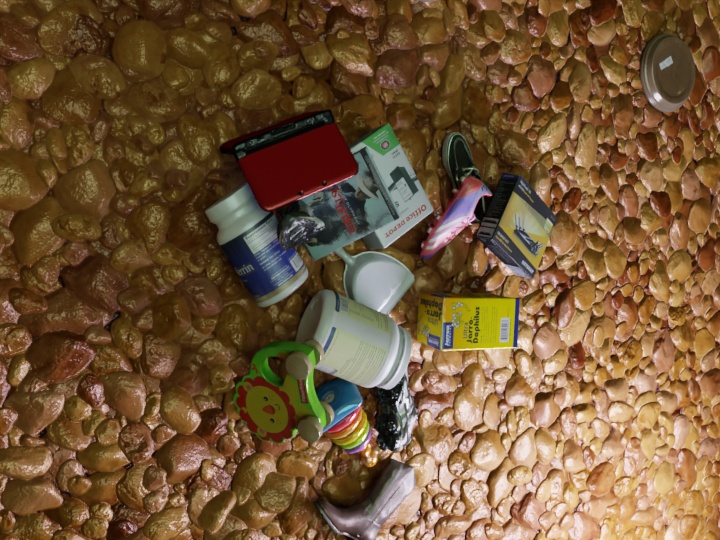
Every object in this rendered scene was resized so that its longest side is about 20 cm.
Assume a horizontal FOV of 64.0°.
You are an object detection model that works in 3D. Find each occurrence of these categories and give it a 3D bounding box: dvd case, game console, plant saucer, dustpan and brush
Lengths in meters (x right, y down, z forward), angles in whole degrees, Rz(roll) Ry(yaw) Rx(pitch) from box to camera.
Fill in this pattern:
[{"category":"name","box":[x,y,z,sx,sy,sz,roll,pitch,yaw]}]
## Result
[{"category":"dvd case","box":[-0.040,-0.123,1.097,0.196,0.022,0.148,-24,105,18]},{"category":"game console","box":[-0.131,-0.202,1.042,0.197,0.171,0.121,-25,111,-21]},{"category":"plant saucer","box":[0.818,-0.524,1.523,0.195,0.029,0.206,-1,94,-23]},{"category":"dustpan and brush","box":[0.000,0.000,1.173,0.199,0.057,0.140,42,89,-27]}]

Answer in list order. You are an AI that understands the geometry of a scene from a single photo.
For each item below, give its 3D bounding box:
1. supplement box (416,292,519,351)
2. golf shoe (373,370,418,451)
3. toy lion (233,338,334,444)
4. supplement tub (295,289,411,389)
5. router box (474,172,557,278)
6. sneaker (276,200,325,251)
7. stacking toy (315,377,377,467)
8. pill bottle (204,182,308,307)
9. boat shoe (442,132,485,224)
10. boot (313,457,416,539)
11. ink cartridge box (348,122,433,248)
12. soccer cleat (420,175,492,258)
[{"category":"supplement box","box":[0.232,0.108,1.246,0.195,0.108,0.113,1,93,-24]},{"category":"golf shoe","box":[0.079,0.274,1.216,0.093,0.076,0.206,11,84,-48]},{"category":"toy lion","box":[-0.150,0.223,1.047,0.069,0.187,0.205,-42,129,-59]},{"category":"supplement tub","box":[-0.013,0.138,1.113,0.196,0.144,0.148,24,83,-20]},{"category":"router box","box":[0.353,-0.097,1.291,0.199,0.052,0.160,33,79,-40]},{"category":"sneaker","box":[-0.117,-0.087,1.011,0.073,0.200,0.080,-35,92,5]},{"category":"stacking toy","box":[-0.017,0.323,1.159,0.115,0.110,0.202,-33,117,-5]},{"category":"pill bottle","box":[-0.189,-0.047,1.046,0.115,0.115,0.203,-36,105,-18]},{"category":"boat shoe","box":[0.234,-0.203,1.256,0.069,0.063,0.205,-19,100,-22]},{"category":"boot","box":[0.017,0.456,1.191,0.200,0.064,0.187,-47,122,-12]},{"category":"ink cartridge box","box":[0.037,-0.165,1.158,0.145,0.083,0.203,-36,106,-18]},{"category":"soccer cleat","box":[0.196,-0.102,1.213,0.075,0.067,0.203,31,101,0]}]
